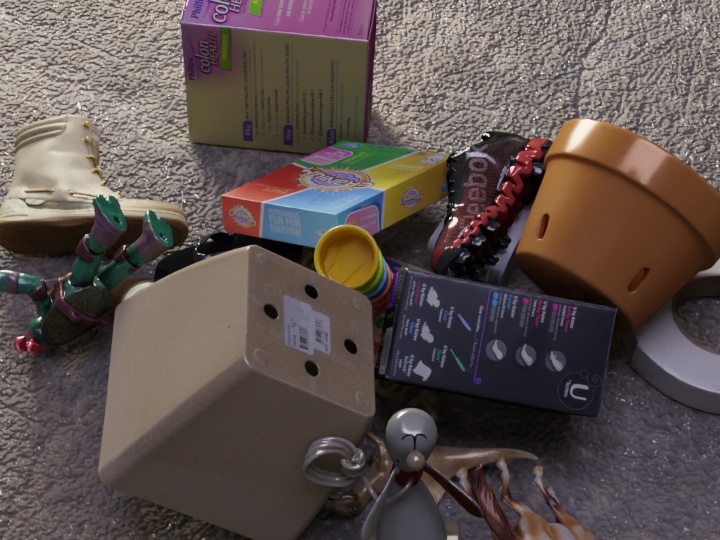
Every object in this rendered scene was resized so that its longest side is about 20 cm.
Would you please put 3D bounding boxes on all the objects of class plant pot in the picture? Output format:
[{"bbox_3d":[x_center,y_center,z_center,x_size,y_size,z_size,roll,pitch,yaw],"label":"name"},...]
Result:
[{"bbox_3d":[0.243,-0.033,1.547,0.200,0.200,0.140,31,80,22],"label":"plant pot"},{"bbox_3d":[-0.092,0.096,1.405,0.200,0.177,0.200,26,43,-28],"label":"plant pot"}]

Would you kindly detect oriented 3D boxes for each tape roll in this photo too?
[{"bbox_3d":[0.363,0.055,1.604,0.203,0.037,0.203,2,50,-2],"label":"tape roll"}]

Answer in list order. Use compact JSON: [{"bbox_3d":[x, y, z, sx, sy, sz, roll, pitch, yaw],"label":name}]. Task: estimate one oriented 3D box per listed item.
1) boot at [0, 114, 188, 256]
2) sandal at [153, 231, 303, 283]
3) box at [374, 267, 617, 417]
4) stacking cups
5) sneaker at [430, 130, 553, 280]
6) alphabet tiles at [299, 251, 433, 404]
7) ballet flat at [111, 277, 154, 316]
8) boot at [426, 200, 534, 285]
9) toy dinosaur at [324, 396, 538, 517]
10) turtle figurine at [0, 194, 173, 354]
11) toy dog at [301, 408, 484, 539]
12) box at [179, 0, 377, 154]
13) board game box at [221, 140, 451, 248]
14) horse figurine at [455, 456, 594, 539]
[{"bbox_3d":[-0.276,-0.092,1.679,0.200,0.073,0.155,-1,52,4],"label":"boot"},{"bbox_3d":[-0.134,-0.018,1.596,0.076,0.043,0.200,29,33,23],"label":"sandal"},{"bbox_3d":[0.123,0.069,1.488,0.200,0.122,0.106,11,86,-3],"label":"box"},{"bbox_3d":[0.000,0.000,1.526,0.060,0.200,0.061,-1,83,7],"label":"stacking cups"},{"bbox_3d":[0.115,-0.068,1.602,0.098,0.071,0.200,26,59,20],"label":"sneaker"},{"bbox_3d":[0.014,0.049,1.614,0.200,0.006,0.166,21,52,15],"label":"alphabet tiles"},{"bbox_3d":[-0.192,0.061,1.551,0.068,0.072,0.200,-22,53,-13],"label":"ballet flat"},{"bbox_3d":[0.145,-0.076,1.682,0.096,0.074,0.200,25,53,13],"label":"boot"},{"bbox_3d":[0.056,0.175,1.489,0.200,0.058,0.101,-16,66,-6],"label":"toy dinosaur"},{"bbox_3d":[-0.281,0.015,1.556,0.101,0.200,0.150,55,22,16],"label":"turtle figurine"},{"bbox_3d":[0.042,0.218,1.355,0.132,0.200,0.096,-22,41,9],"label":"toy dog"},{"bbox_3d":[-0.086,-0.224,1.732,0.200,0.176,0.097,5,50,3],"label":"box"},{"bbox_3d":[-0.019,-0.079,1.628,0.153,0.040,0.200,11,26,36],"label":"board game box"},{"bbox_3d":[0.159,0.225,1.395,0.200,0.050,0.133,20,32,-46],"label":"horse figurine"}]
